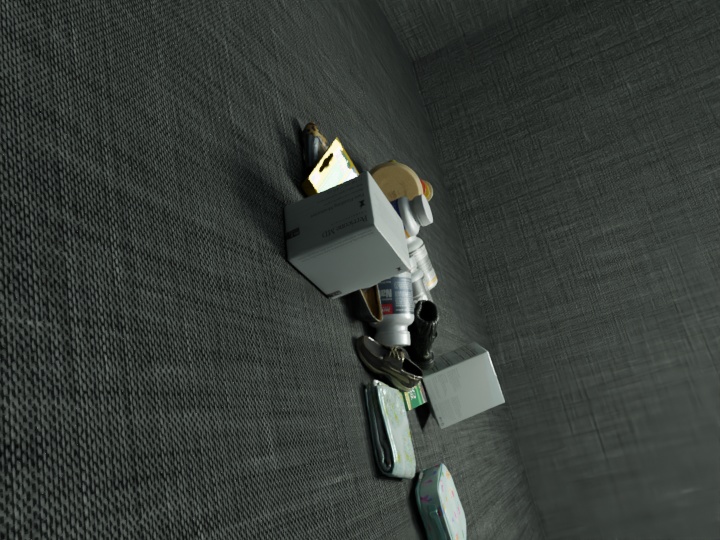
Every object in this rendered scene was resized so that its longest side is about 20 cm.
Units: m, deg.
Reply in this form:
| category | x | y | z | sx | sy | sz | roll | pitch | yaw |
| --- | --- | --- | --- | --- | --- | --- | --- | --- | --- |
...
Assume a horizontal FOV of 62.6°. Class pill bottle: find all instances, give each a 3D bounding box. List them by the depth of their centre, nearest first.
| category | x | y | z | sx | sy | sz | roll | pitch | yaw |
| --- | --- | --- | --- | --- | --- | --- | --- | --- | --- |
| pill bottle | 0.074 | 0.085 | 1.474 | 0.119 | 0.116 | 0.207 | 22 | 62 | -67 |
| pill bottle | 0.097 | -0.136 | 1.650 | 0.113 | 0.195 | 0.114 | 54 | 24 | -39 |
| pill bottle | 0.147 | 0.067 | 1.743 | 0.205 | 0.110 | 0.113 | 68 | 18 | -7 |
| pill bottle | 0.161 | -0.033 | 1.880 | 0.204 | 0.114 | 0.117 | 67 | 18 | -12 |

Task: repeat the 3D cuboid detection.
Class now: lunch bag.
| category | x | y | z | sx | sy | sz | roll | pitch | yaw |
| --- | --- | --- | --- | --- | --- | --- | --- | --- | --- |
| lunch bag | 0.191 | 0.582 | 1.424 | 0.205 | 0.075 | 0.160 | 70 | 19 | -3 |

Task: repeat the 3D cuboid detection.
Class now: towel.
| category | x | y | z | sx | sy | sz | roll | pitch | yaw |
| --- | --- | --- | --- | --- | --- | --- | --- | --- | --- |
| towel | 0.072 | 0.359 | 1.331 | 0.171 | 0.047 | 0.205 | 39 | 37 | -59 |

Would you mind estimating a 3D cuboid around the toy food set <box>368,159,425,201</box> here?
| category | x | y | z | sx | sy | sz | roll | pitch | yaw |
| --- | --- | --- | --- | --- | --- | --- | --- | --- | --- |
| toy food set | 0.095 | -0.218 | 1.740 | 0.201 | 0.197 | 0.049 | 51 | 2 | 0 |

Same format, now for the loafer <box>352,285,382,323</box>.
| category | x | y | z | sx | sy | sz | roll | pitch | yaw |
| --- | --- | --- | --- | --- | --- | --- | --- | --- | --- |
| loafer | 0.013 | 0.025 | 1.361 | 0.072 | 0.071 | 0.205 | -27 | 113 | -31 |

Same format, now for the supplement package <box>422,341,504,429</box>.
| category | x | y | z | sx | sy | sz | roll | pitch | yaw |
| --- | --- | --- | --- | --- | --- | --- | --- | --- | --- |
| supplement package | 0.277 | 0.322 | 1.684 | 0.151 | 0.195 | 0.156 | -138 | -153 | -85 |

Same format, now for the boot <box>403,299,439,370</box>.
| category | x | y | z | sx | sy | sz | roll | pitch | yaw |
| --- | --- | --- | --- | --- | --- | --- | --- | --- | --- |
| boot | 0.150 | 0.140 | 1.573 | 0.212 | 0.077 | 0.162 | -124 | -152 | -56 |

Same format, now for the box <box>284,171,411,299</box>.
| category | x | y | z | sx | sy | sz | roll | pitch | yaw |
| --- | --- | --- | --- | --- | --- | --- | --- | --- | --- |
| box | -0.024 | -0.064 | 1.209 | 0.200 | 0.194 | 0.134 | 46 | 29 | -53 |

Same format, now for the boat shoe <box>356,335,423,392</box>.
| category | x | y | z | sx | sy | sz | roll | pitch | yaw |
| --- | --- | --- | --- | --- | --- | --- | --- | --- | --- |
| boat shoe | 0.072 | 0.205 | 1.383 | 0.199 | 0.073 | 0.076 | 39 | 29 | -28 |

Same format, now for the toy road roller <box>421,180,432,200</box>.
| category | x | y | z | sx | sy | sz | roll | pitch | yaw |
| --- | --- | --- | --- | --- | --- | --- | --- | --- | --- |
| toy road roller | 0.115 | -0.257 | 1.824 | 0.123 | 0.195 | 0.150 | -65 | 138 | -88 |

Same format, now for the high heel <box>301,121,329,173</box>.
| category | x | y | z | sx | sy | sz | roll | pitch | yaw |
| --- | --- | --- | --- | --- | --- | --- | --- | --- | --- |
| high heel | -0.074 | -0.273 | 1.470 | 0.199 | 0.070 | 0.146 | 32 | 47 | -52 |

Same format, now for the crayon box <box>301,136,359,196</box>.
| category | x | y | z | sx | sy | sz | roll | pitch | yaw |
| --- | --- | --- | --- | --- | --- | --- | --- | --- | --- |
| crayon box | -0.058 | -0.194 | 1.377 | 0.127 | 0.051 | 0.201 | -56 | 138 | -20 |

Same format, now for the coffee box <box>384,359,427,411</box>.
| category | x | y | z | sx | sy | sz | roll | pitch | yaw |
| --- | --- | --- | --- | --- | --- | --- | --- | --- | --- |
| coffee box | 0.118 | 0.298 | 1.537 | 0.199 | 0.043 | 0.126 | 18 | 55 | -69 |
